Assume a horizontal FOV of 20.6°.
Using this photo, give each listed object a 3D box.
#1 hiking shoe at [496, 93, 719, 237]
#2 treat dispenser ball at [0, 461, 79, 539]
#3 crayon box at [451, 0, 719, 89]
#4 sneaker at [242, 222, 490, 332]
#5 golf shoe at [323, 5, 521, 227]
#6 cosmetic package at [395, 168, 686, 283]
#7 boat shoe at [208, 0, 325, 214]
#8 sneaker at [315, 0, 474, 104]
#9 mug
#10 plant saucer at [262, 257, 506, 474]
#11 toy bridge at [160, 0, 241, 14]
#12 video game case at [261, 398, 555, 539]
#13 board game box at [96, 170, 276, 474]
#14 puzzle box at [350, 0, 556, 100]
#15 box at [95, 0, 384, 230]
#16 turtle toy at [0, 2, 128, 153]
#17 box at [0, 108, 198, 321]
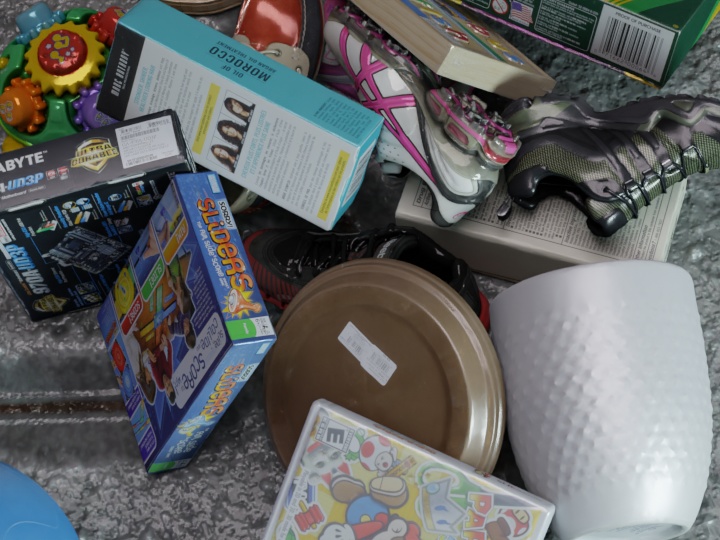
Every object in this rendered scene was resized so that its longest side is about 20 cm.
[{"bbox_3d":[0.197,-0.069,1.423,0.199,0.076,0.101,2,74,15],"label":"hiking shoe"},{"bbox_3d":[-0.283,0.223,1.342,0.199,0.201,0.202,-2,67,4],"label":"treat dispenser ball"},{"bbox_3d":[0.178,-0.237,1.534,0.199,0.059,0.173,25,42,14],"label":"crayon box"},{"bbox_3d":[0.000,0.000,1.465,0.199,0.098,0.071,16,64,12],"label":"sneaker"},{"bbox_3d":[0.026,-0.117,1.448,0.200,0.072,0.092,49,115,34],"label":"golf shoe"},{"bbox_3d":[0.135,-0.046,1.488,0.199,0.073,0.104,16,69,12],"label":"cosmetic package"},{"bbox_3d":[-0.076,-0.140,1.500,0.071,0.063,0.201,16,103,18],"label":"boat shoe"},{"bbox_3d":[-0.006,-0.175,1.547,0.199,0.088,0.082,14,69,10],"label":"sneaker"},{"bbox_3d":[0.151,0.106,1.395,0.199,0.147,0.176,-16,69,26],"label":"mug"},{"bbox_3d":[0.009,0.092,1.403,0.199,0.029,0.202,3,96,32],"label":"plant saucer"},{"bbox_3d":[-0.143,-0.244,1.621,0.199,0.027,0.068,6,69,8],"label":"toy bridge"},{"bbox_3d":[0.015,0.215,1.365,0.181,0.023,0.201,23,100,14],"label":"video game case"},{"bbox_3d":[-0.128,0.040,1.410,0.034,0.200,0.136,-7,64,-29],"label":"board game box"},{"bbox_3d":[0.045,-0.195,1.495,0.200,0.133,0.026,45,111,35],"label":"puzzle box"},{"bbox_3d":[-0.089,-0.114,1.435,0.199,0.083,0.049,28,39,8],"label":"box"},{"bbox_3d":[-0.200,-0.147,1.544,0.199,0.101,0.147,4,67,7],"label":"turtle toy"},{"bbox_3d":[-0.189,-0.035,1.443,0.158,0.200,0.046,-15,67,-1],"label":"box"}]
